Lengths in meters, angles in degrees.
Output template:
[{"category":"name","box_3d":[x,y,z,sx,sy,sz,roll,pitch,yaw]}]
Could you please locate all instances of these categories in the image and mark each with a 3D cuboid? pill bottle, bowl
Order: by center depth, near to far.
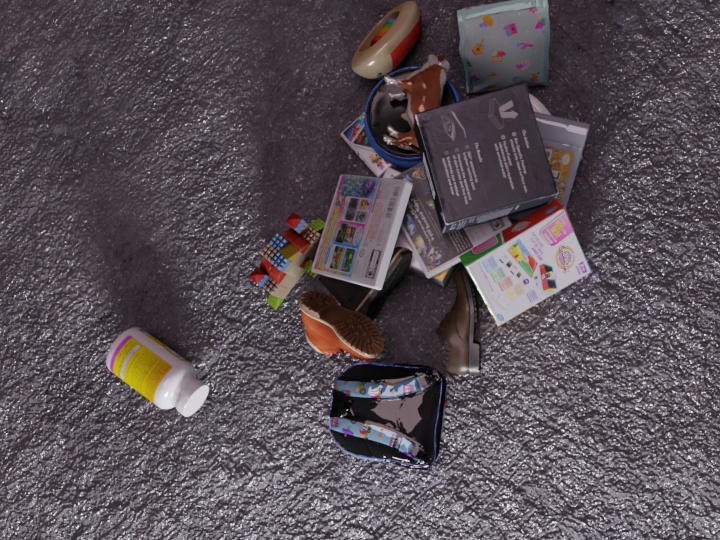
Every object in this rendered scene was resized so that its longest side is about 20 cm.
[{"category":"bowl","box_3d":[0.102,-0.304,1.350,0.198,0.039,0.203,-2,81,11]},{"category":"pill bottle","box_3d":[-0.401,0.205,1.371,0.199,0.104,0.105,31,87,17]}]

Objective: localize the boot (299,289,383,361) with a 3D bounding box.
[{"category":"boot","box_3d":[-0.035,0.127,1.294,0.199,0.075,0.108,32,133,35]}]

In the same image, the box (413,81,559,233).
[{"category":"box","box_3d":[0.212,-0.189,1.190,0.198,0.117,0.199,-15,84,3]}]

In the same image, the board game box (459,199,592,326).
[{"category":"board game box","box_3d":[0.299,-0.011,1.240,0.199,0.040,0.154,-30,118,5]}]

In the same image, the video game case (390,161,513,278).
[{"category":"video game case","box_3d":[0.157,-0.115,1.270,0.180,0.023,0.202,-28,75,5]}]

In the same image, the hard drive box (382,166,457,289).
[{"category":"hard drive box","box_3d":[0.108,-0.082,1.325,0.198,0.077,0.157,26,86,16]}]

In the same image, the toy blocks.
[{"category":"toy blocks","box_3d":[-0.143,-0.026,1.339,0.100,0.137,0.201,38,90,16]}]

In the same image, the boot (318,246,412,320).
[{"category":"boot","box_3d":[0.000,0.000,1.301,0.139,0.077,0.201,48,122,20]}]

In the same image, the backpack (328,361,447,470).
[{"category":"backpack","box_3d":[0.049,0.256,1.245,0.197,0.135,0.185,4,81,13]}]

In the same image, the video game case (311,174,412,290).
[{"category":"video game case","box_3d":[-0.001,-0.077,1.282,0.181,0.024,0.202,13,84,46]}]

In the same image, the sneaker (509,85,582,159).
[{"category":"sneaker","box_3d":[0.326,-0.263,1.310,0.084,0.073,0.201,-38,75,1]}]

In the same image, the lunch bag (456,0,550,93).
[{"category":"lunch bag","box_3d":[0.268,-0.434,1.285,0.168,0.200,0.123,-4,70,13]}]

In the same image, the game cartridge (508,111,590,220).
[{"category":"game cartridge","box_3d":[0.332,-0.185,1.274,0.132,0.042,0.202,15,109,11]}]

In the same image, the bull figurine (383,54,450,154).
[{"category":"bull figurine","box_3d":[0.107,-0.317,1.298,0.120,0.065,0.203,0,80,13]}]

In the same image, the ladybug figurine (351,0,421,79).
[{"category":"ladybug figurine","box_3d":[0.061,-0.460,1.388,0.072,0.135,0.201,44,73,-27]}]

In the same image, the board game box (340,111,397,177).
[{"category":"board game box","box_3d":[0.073,-0.295,1.393,0.200,0.035,0.127,-41,75,3]}]

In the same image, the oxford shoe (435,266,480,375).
[{"category":"oxford shoe","box_3d":[0.180,0.093,1.279,0.083,0.073,0.203,-2,79,14]}]
